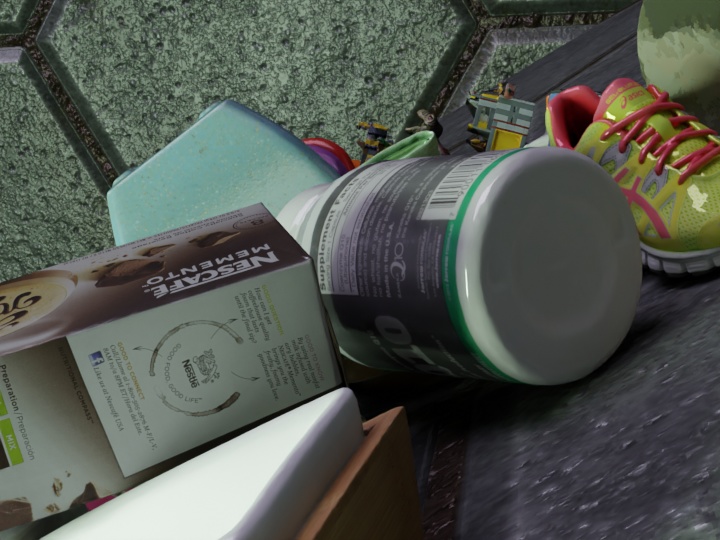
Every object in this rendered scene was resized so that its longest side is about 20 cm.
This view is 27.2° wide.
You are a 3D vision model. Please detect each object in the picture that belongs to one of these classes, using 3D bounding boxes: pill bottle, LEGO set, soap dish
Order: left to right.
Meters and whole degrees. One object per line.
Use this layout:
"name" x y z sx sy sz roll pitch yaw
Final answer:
"soap dish" -0.074 0.136 0.570 0.199 0.081 0.157 -29 7 22
"pill bottle" 0.039 -0.003 0.772 0.113 0.114 0.200 -35 19 -28
"LEGO set" 0.071 -0.105 1.216 0.153 0.117 0.200 15 1 11

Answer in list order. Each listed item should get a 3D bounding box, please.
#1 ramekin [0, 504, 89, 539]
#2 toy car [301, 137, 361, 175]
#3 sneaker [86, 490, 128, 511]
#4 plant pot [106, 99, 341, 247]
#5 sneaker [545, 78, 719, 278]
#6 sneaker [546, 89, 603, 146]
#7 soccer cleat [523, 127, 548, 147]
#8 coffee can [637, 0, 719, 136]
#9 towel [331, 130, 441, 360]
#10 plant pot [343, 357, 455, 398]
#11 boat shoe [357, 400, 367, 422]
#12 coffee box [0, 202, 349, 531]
"ramekin" -0.208 0.182 0.734 0.200 0.105 0.200 -31 8 5
"toy car" -0.036 -0.056 1.441 0.174 0.150 0.200 -29 8 19
"sneaker" -0.136 0.115 0.926 0.201 0.073 0.087 -61 -11 -13
"plant pot" -0.087 -0.022 1.152 0.196 0.200 0.196 -37 6 1
"sneaker" 0.157 -0.057 0.790 0.078 0.091 0.200 -31 21 -21
"sneaker" 0.190 -0.073 0.963 0.075 0.079 0.200 5 5 -26
"soccer cleat" 0.152 -0.088 1.139 0.086 0.070 0.200 -14 8 -2
"coffee can" 0.269 -0.159 0.867 0.146 0.147 0.200 -25 10 44
"towel" 0.000 0.000 0.977 0.152 0.023 0.200 -31 -31 -3
"plant pot" 0.075 0.024 0.920 0.199 0.028 0.200 -31 8 5
"boat shoe" -0.047 0.082 0.903 0.072 0.061 0.201 -34 7 -16
"coffee box" -0.117 0.044 0.678 0.199 0.080 0.113 -17 19 -10
